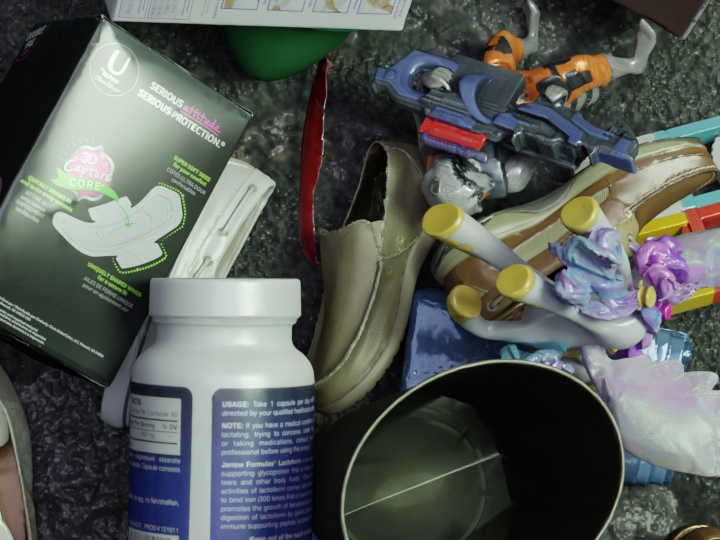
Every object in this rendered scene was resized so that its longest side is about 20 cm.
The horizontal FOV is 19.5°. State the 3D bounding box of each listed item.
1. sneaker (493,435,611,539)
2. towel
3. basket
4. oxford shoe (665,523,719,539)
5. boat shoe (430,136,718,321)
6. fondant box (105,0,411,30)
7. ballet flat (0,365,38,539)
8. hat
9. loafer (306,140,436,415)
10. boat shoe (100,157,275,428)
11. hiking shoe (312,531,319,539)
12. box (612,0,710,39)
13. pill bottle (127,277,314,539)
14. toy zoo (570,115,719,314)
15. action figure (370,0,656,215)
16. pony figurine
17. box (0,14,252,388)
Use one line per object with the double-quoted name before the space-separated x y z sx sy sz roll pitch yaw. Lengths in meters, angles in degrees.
"sneaker" 0.127 0.186 1.379 0.081 0.073 0.201 -27 106 3
"towel" 0.123 0.079 1.428 0.198 0.049 0.113 11 82 -3
"basket" 0.042 0.134 1.286 0.179 0.200 0.137 -20 89 -19
"oxford shoe" 0.245 0.271 1.400 0.071 0.071 0.202 -14 85 -7
"boat shoe" 0.147 -0.019 1.388 0.199 0.076 0.074 -26 72 4
"fondant box" -0.075 -0.222 1.349 0.198 0.059 0.145 -1 45 -21
"ballet flat" -0.246 0.138 1.386 0.067 0.062 0.202 -16 83 -6
"hat" -0.062 -0.153 1.461 0.164 0.177 0.201 19 42 -2
"loafer" 0.000 0.000 1.411 0.067 0.076 0.202 30 70 -23
"boat shoe" -0.112 0.018 1.411 0.069 0.071 0.202 21 75 2
"hiking shoe" -0.064 0.192 1.394 0.198 0.074 0.088 9 74 -13
"box" 0.182 -0.299 1.395 0.199 0.165 0.166 29 46 0
"pill bottle" -0.085 0.105 1.289 0.114 0.116 0.202 1 91 -4
"toy zoo" 0.229 -0.039 1.442 0.198 0.021 0.132 -15 63 -6
"action figure" 0.118 -0.094 1.386 0.199 0.105 0.193 28 57 33
"pony figurine" 0.154 0.028 1.289 0.192 0.200 0.168 -2 62 37
"box" -0.188 -0.048 1.356 0.124 0.148 0.201 32 81 -25
